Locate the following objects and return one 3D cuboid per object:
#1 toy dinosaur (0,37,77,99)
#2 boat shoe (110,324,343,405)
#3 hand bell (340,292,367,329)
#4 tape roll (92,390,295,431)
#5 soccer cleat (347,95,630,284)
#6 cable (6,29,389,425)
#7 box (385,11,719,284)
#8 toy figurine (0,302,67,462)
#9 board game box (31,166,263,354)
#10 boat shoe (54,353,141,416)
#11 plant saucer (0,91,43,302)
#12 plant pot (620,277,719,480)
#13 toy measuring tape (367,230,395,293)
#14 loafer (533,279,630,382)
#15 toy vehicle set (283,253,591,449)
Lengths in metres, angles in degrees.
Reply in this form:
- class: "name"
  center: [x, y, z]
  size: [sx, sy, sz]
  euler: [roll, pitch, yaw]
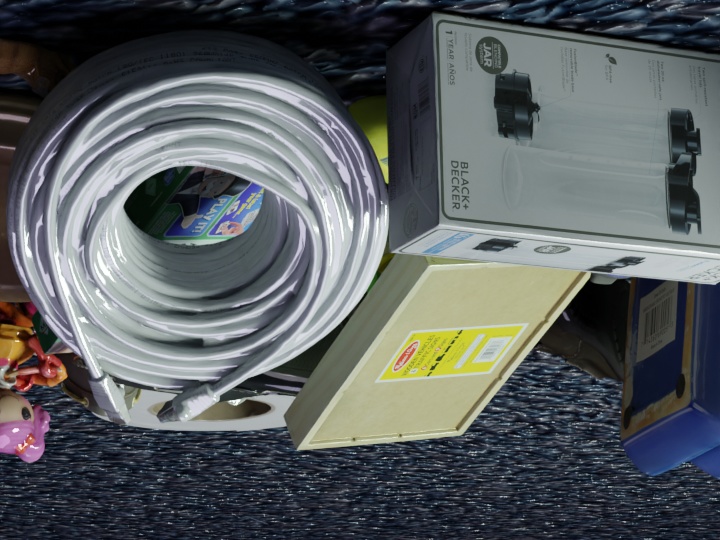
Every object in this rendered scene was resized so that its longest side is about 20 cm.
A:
- class: "toy dinosaur"
  center: [-0.229, -0.107, 1.010]
  size: [0.106, 0.061, 0.200]
  euler: [-36, 158, 29]
- class: "boat shoe"
  center: [-0.084, 0.055, 1.347]
  size: [0.199, 0.072, 0.068]
  euler: [8, 135, 1]
- class: "hand bell"
  center: [0.069, 0.006, 1.396]
  size: [0.104, 0.104, 0.200]
  euler: [-8, -179, 24]
- class: "tape roll"
  center: [-0.123, 0.082, 1.685]
  size: [0.202, 0.071, 0.202]
  euler: [-2, 165, -1]
- class: "soccer cleat"
  center: [0.087, -0.060, 1.141]
  size: [0.200, 0.065, 0.084]
  euler: [23, 138, -12]
- class: "cable"
  center: [-0.085, -0.030, 1.071]
  size: [0.200, 0.069, 0.200]
  euler: [-24, 123, 8]
- class: "box"
  center: [0.115, -0.060, 1.071]
  size: [0.199, 0.117, 0.060]
  euler: [4, 165, -23]
- class: "toy figurine"
  center: [-0.261, 0.065, 1.382]
  size: [0.200, 0.185, 0.150]
  euler: [7, 163, -32]
- class: "board game box"
  center: [-0.091, -0.018, 1.200]
  size: [0.134, 0.029, 0.200]
  euler: [-2, 147, -42]
- class: "boat shoe"
  center: [-0.204, 0.063, 1.526]
  size: [0.072, 0.061, 0.202]
  euler: [3, -175, -18]
- class: "plant saucer"
  center: [-0.212, -0.036, 1.197]
  size: [0.199, 0.030, 0.200]
  euler: [0, 149, 0]
- class: "plant pot"
  center: [0.280, 0.047, 1.355]
  size: [0.179, 0.201, 0.200]
  euler: [8, 164, -9]
- class: "toy measuring tape"
  center: [0.000, 0.000, 1.223]
  size: [0.200, 0.074, 0.074]
  euler: [-17, 177, -35]
- class: "loafer"
  center: [0.160, 0.034, 1.546]
  size: [0.071, 0.073, 0.200]
  euler: [-2, 159, 26]
- class: "toy vehicle set"
  center: [0.048, 0.042, 1.238]
  size: [0.124, 0.027, 0.200]
  euler: [-2, 145, -31]
